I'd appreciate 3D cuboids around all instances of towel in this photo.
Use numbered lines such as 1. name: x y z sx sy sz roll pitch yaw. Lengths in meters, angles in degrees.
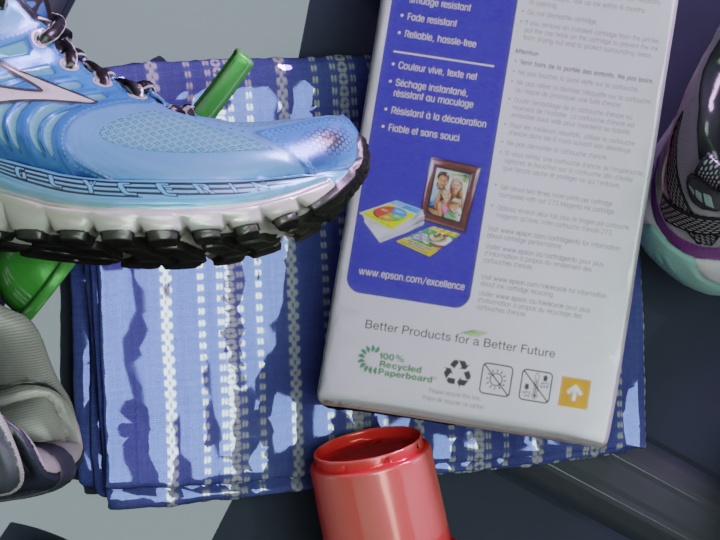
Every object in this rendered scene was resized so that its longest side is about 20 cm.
1. towel: 0.000 0.000 0.880 0.200 0.024 0.145 -4 92 -19

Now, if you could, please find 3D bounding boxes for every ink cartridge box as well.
1. ink cartridge box: 0.049 -0.047 0.850 0.095 0.037 0.200 9 89 6

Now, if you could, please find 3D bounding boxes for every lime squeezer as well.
1. lime squeezer: -0.121 -0.008 0.825 0.200 0.038 0.071 -17 88 -1

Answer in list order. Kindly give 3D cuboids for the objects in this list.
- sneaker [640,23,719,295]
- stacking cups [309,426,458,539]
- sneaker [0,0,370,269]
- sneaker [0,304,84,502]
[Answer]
1. sneaker: 0.170 -0.087 0.855 0.078 0.140 0.200 35 74 9
2. stacking cups: 0.019 0.152 0.862 0.060 0.060 0.200 -18 104 -16
3. sneaker: -0.095 -0.051 0.771 0.200 0.078 0.090 7 84 -1
4. sneaker: -0.158 0.089 0.777 0.146 0.077 0.203 3 96 6
